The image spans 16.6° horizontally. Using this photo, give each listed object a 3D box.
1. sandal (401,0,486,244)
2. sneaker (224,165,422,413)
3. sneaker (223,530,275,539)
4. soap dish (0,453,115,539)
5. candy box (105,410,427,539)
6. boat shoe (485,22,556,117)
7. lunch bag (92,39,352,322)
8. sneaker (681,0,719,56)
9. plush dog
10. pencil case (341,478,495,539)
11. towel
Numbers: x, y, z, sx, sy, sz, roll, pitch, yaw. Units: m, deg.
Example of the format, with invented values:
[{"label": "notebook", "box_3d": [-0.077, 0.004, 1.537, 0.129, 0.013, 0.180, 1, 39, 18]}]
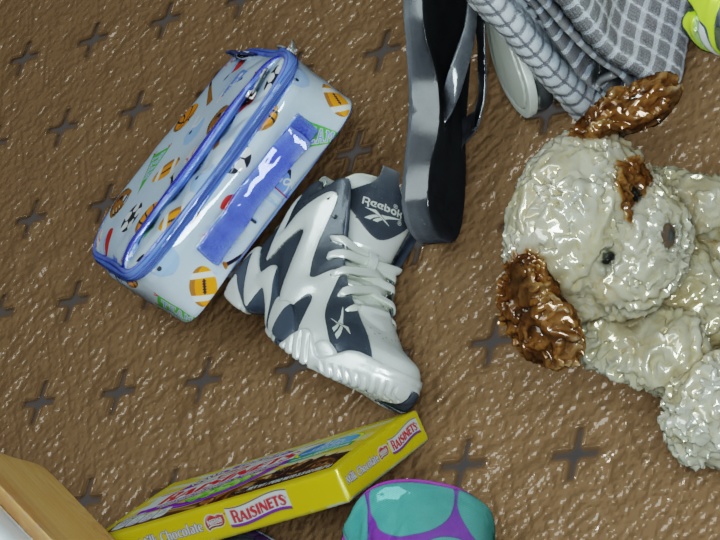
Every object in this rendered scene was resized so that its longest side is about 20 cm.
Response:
[{"label": "sandal", "box_3d": [0.061, -0.115, 1.583, 0.043, 0.076, 0.202, -5, 77, 26]}, {"label": "sneaker", "box_3d": [0.000, 0.000, 1.557, 0.130, 0.079, 0.199, -60, 28, 3]}, {"label": "sneaker", "box_3d": [-0.078, 0.182, 1.486, 0.199, 0.087, 0.075, 10, 68, 48]}, {"label": "soap dish", "box_3d": [-0.208, 0.225, 1.524, 0.157, 0.081, 0.201, 33, 122, 53]}, {"label": "candy box", "box_3d": [-0.063, 0.135, 1.513, 0.199, 0.027, 0.102, -19, 5, 34]}, {"label": "boat shoe", "box_3d": [0.105, -0.186, 1.615, 0.060, 0.074, 0.201, -9, 51, -8]}, {"label": "lunch bag", "box_3d": [-0.092, -0.065, 1.669, 0.201, 0.075, 0.160, -55, 17, -4]}, {"label": "sneaker", "box_3d": [0.281, -0.191, 1.448, 0.200, 0.074, 0.081, -51, 44, 12]}, {"label": "plush dog", "box_3d": [0.145, -0.009, 1.347, 0.160, 0.172, 0.201, 2, 63, 45]}, {"label": "pencil case", "box_3d": [0.027, 0.220, 1.355, 0.092, 0.085, 0.201, -10, 52, 20]}, {"label": "towel", "box_3d": [0.146, -0.215, 1.516, 0.085, 0.166, 0.201, -3, 59, 36]}]
